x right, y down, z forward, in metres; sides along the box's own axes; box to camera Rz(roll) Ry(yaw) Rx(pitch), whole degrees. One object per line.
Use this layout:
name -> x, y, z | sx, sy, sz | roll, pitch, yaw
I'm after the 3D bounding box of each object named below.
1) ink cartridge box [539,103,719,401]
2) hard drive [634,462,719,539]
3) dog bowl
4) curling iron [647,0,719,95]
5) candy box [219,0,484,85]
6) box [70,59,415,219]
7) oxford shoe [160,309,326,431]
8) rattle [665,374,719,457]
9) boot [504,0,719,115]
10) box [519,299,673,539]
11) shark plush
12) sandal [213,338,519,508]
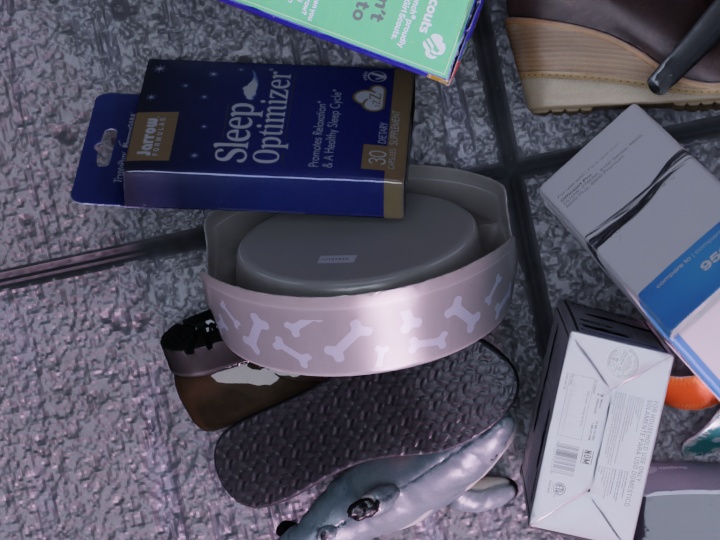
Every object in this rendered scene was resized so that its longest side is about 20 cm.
ink cartridge box -> 0.204, 0.010, 1.536 | 0.084, 0.200, 0.145 | -42, 122, 4
hard drive -> 0.256, 0.190, 1.645 | 0.199, 0.042, 0.136 | 6, 95, 3
dog bowl -> 0.000, 0.000, 1.574 | 0.199, 0.200, 0.059 | -6, 113, 4
curling iron -> 0.239, -0.162, 1.577 | 0.200, 0.026, 0.050 | -38, 89, -28
candy box -> -0.024, -0.180, 1.567 | 0.199, 0.169, 0.077 | 19, 99, 2
box -> -0.069, -0.080, 1.605 | 0.199, 0.121, 0.033 | 1, 128, 3
oxford shoe -> -0.016, 0.052, 1.644 | 0.199, 0.073, 0.085 | -13, 110, 6
rattle -> 0.277, 0.064, 1.590 | 0.199, 0.143, 0.131 | -10, 113, -2
boot -> 0.185, -0.180, 1.606 | 0.199, 0.072, 0.167 | -2, 89, -4
box -> 0.135, 0.086, 1.566 | 0.060, 0.200, 0.117 | 12, 93, 1
shark plush -> 0.005, 0.130, 1.634 | 0.199, 0.083, 0.091 | -20, 94, 4
sandal -> 0.003, 0.084, 1.601 | 0.199, 0.045, 0.075 | -22, 93, 22
